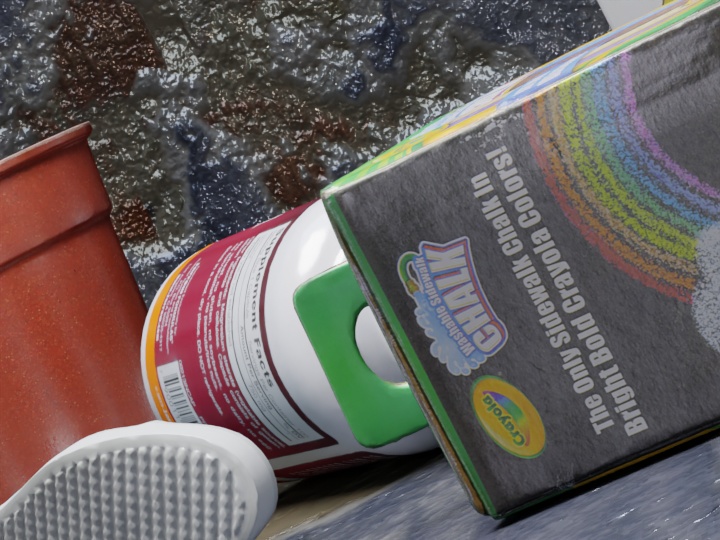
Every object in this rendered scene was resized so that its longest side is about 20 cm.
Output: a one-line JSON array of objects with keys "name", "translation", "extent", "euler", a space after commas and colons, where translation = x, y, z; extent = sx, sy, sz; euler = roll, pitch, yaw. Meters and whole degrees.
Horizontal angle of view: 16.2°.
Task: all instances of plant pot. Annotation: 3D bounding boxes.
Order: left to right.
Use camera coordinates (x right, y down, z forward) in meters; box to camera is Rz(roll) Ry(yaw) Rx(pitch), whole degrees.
[{"name": "plant pot", "translation": [-0.193, 0.050, 1.387], "extent": [0.201, 0.195, 0.201], "euler": [-26, 4, 2]}]

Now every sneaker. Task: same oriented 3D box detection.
[{"name": "sneaker", "translation": [-0.096, 0.096, 1.036], "extent": [0.200, 0.074, 0.082], "euler": [-23, 9, 41]}]

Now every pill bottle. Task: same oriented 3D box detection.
[{"name": "pill bottle", "translation": [-0.005, 0.025, 1.055], "extent": [0.113, 0.113, 0.200], "euler": [-29, 5, -29]}]

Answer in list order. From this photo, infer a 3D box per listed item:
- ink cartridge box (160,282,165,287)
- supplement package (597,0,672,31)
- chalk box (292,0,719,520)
[{"name": "ink cartridge box", "translation": [0.000, 0.000, 1.254], "extent": [0.119, 0.042, 0.200], "euler": [-15, 4, -35]}, {"name": "supplement package", "translation": [0.207, -0.144, 1.192], "extent": [0.152, 0.200, 0.151], "euler": [-26, 5, 25]}, {"name": "chalk box", "translation": [0.076, -0.006, 0.843], "extent": [0.200, 0.125, 0.124], "euler": [-24, 5, 23]}]
